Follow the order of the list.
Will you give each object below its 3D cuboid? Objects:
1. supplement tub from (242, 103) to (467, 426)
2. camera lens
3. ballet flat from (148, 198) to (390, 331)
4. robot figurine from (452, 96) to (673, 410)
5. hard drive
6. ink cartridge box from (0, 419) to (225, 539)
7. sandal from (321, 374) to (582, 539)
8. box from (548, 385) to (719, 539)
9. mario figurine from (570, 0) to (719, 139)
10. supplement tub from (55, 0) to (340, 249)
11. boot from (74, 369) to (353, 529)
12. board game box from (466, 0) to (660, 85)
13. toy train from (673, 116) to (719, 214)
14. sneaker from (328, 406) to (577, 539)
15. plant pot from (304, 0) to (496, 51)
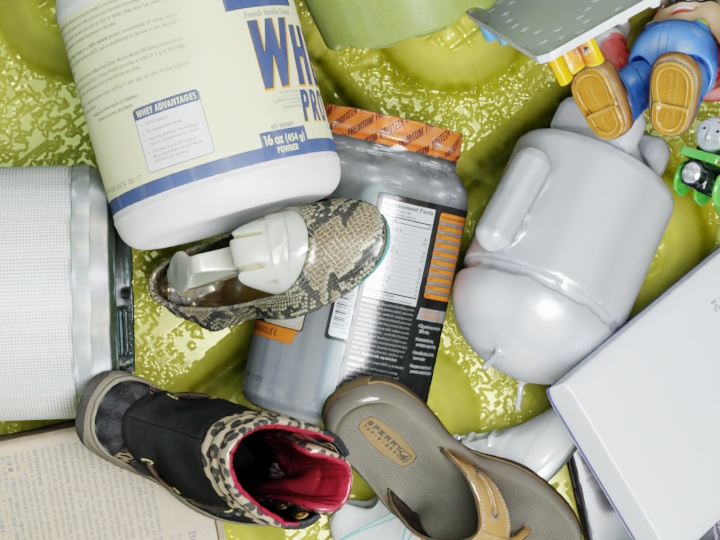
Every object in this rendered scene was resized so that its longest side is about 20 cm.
[{"bbox_3d":[0.000,0.000,1.634,0.122,0.123,0.202,12,90,-5],"label":"supplement tub"},{"bbox_3d":[-0.243,0.016,1.596,0.198,0.160,0.161,-2,92,-5],"label":"camera lens"},{"bbox_3d":[-0.067,-0.002,1.556,0.075,0.199,0.068,10,73,-36],"label":"ballet flat"},{"bbox_3d":[0.130,-0.011,1.637,0.170,0.112,0.201,41,68,-45],"label":"robot figurine"},{"bbox_3d":[0.217,0.080,1.612,0.200,0.025,0.132,-36,97,-36],"label":"hard drive"},{"bbox_3d":[-0.168,0.195,1.650,0.163,0.075,0.202,-10,92,-5],"label":"ink cartridge box"},{"bbox_3d":[0.058,0.140,1.579,0.082,0.055,0.200,-40,116,16],"label":"sandal"},{"bbox_3d":[0.236,0.115,1.699,0.198,0.036,0.144,-14,92,-2],"label":"box"},{"bbox_3d":[0.197,-0.153,1.615,0.123,0.200,0.106,31,118,9],"label":"mario figurine"},{"bbox_3d":[-0.104,-0.126,1.543,0.144,0.145,0.202,-16,87,-4],"label":"supplement tub"},{"bbox_3d":[-0.060,0.121,1.543,0.199,0.150,0.074,30,78,-39],"label":"boot"},{"bbox_3d":[0.180,-0.188,1.608,0.199,0.200,0.026,-29,107,-3],"label":"board game box"},{"bbox_3d":[0.262,-0.054,1.634,0.042,0.200,0.057,19,89,36],"label":"toy train"},{"bbox_3d":[0.064,0.137,1.659,0.200,0.070,0.080,-37,84,10],"label":"sneaker"},{"bbox_3d":[0.008,-0.246,1.609,0.199,0.200,0.191,-18,104,-4],"label":"plant pot"}]
